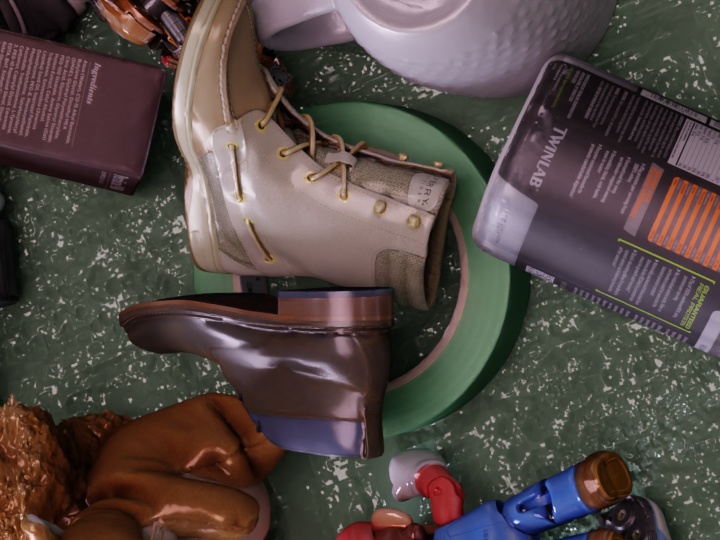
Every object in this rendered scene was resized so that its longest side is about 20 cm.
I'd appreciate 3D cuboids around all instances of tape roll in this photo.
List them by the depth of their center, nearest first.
[{"bbox_3d":[0.000,0.000,1.693,0.200,0.048,0.201,1,93,19],"label":"tape roll"}]

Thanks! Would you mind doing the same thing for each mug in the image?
[{"bbox_3d":[0.032,-0.166,1.608,0.200,0.175,0.148,-17,86,19],"label":"mug"}]

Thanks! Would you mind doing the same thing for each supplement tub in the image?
[{"bbox_3d":[0.173,-0.029,1.584,0.200,0.123,0.123,25,100,4],"label":"supplement tub"}]

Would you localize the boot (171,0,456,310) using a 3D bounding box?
[{"bbox_3d":[-0.024,-0.066,1.600,0.154,0.072,0.200,13,135,16],"label":"boot"}]

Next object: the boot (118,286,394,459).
[{"bbox_3d":[-0.063,0.060,1.635,0.200,0.075,0.097,-3,90,42],"label":"boot"}]

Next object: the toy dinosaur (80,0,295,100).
[{"bbox_3d":[-0.118,-0.172,1.676,0.102,0.136,0.200,-28,125,3],"label":"toy dinosaur"}]

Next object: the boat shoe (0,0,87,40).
[{"bbox_3d":[-0.238,-0.204,1.699,0.057,0.200,0.067,-44,39,-6],"label":"boat shoe"}]

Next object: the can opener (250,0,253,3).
[{"bbox_3d":[-0.008,-0.242,1.663,0.067,0.053,0.200,25,83,3],"label":"can opener"}]

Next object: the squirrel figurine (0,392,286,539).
[{"bbox_3d":[-0.152,0.155,1.666,0.200,0.187,0.142,20,121,26],"label":"squirrel figurine"}]

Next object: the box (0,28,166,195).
[{"bbox_3d":[-0.221,-0.104,1.695,0.200,0.100,0.075,12,84,-6],"label":"box"}]

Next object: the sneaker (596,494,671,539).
[{"bbox_3d":[0.175,0.230,1.642,0.072,0.072,0.200,-22,71,47],"label":"sneaker"}]

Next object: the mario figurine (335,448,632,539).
[{"bbox_3d":[0.073,0.166,1.661,0.200,0.124,0.106,-16,126,28],"label":"mario figurine"}]

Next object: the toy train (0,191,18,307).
[{"bbox_3d":[-0.279,-0.053,1.773,0.114,0.085,0.201,-7,87,6],"label":"toy train"}]
